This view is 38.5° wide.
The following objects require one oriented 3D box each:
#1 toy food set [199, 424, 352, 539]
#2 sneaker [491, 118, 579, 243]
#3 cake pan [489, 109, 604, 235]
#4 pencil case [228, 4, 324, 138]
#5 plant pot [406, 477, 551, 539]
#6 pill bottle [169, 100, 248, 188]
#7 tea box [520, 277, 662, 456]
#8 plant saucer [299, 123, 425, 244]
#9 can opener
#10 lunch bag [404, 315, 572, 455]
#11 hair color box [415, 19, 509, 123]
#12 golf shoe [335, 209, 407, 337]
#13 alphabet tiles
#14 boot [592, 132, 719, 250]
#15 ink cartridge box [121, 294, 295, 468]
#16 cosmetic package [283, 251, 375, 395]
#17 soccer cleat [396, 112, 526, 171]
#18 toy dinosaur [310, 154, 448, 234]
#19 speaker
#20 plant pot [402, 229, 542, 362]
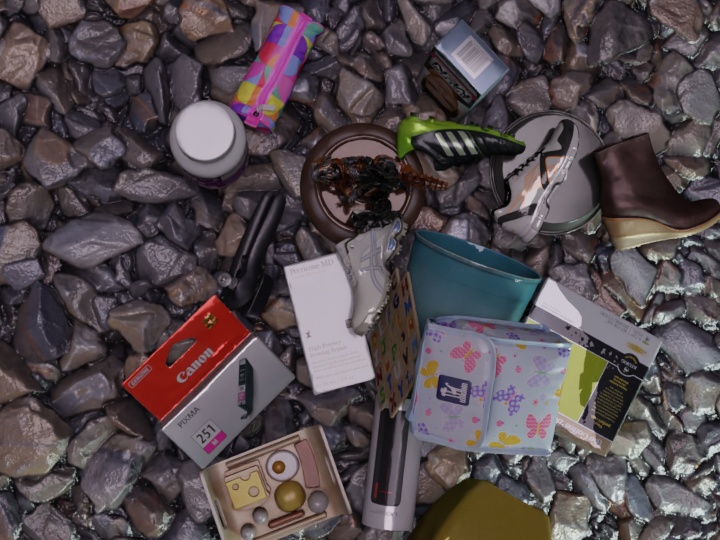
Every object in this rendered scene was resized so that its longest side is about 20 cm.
[{"bbox_3d":[-0.128,0.336,1.561,0.199,0.060,0.144,-20,89,-5],"label":"toy food set"},{"bbox_3d":[0.268,-0.146,1.572,0.080,0.074,0.201,26,85,0],"label":"sneaker"},{"bbox_3d":[0.305,-0.157,1.631,0.199,0.037,0.202,0,87,-4],"label":"cake pan"},{"bbox_3d":[-0.130,-0.306,1.587,0.088,0.088,0.201,25,85,-2],"label":"pencil case"},{"bbox_3d":[0.174,0.419,1.518,0.193,0.196,0.201,28,79,-2],"label":"plant pot"},{"bbox_3d":[-0.221,-0.186,1.514,0.111,0.200,0.113,0,87,-4],"label":"pill bottle"},{"bbox_3d":[0.311,0.145,1.566,0.199,0.134,0.198,29,85,-1],"label":"tea box"},{"bbox_3d":[0.005,-0.133,1.612,0.199,0.032,0.202,0,87,-5],"label":"plant saucer"},{"bbox_3d":[-0.166,-0.028,1.588,0.063,0.078,0.201,10,81,36],"label":"can opener"},{"bbox_3d":[0.170,0.158,1.412,0.199,0.127,0.171,8,100,-13],"label":"lunch bag"},{"bbox_3d":[0.148,-0.293,1.545,0.061,0.200,0.099,-44,90,-6],"label":"hair color box"},{"bbox_3d":[0.000,0.000,1.533,0.097,0.078,0.201,22,59,-14],"label":"golf shoe"},{"bbox_3d":[0.049,0.105,1.514,0.006,0.167,0.201,7,49,-18],"label":"alphabet tiles"},{"bbox_3d":[0.464,-0.133,1.601,0.199,0.072,0.167,-15,103,-8],"label":"boot"},{"bbox_3d":[-0.227,0.167,1.551,0.200,0.044,0.174,-44,108,-5],"label":"ink cartridge box"},{"bbox_3d":[-0.049,0.079,1.576,0.101,0.074,0.201,-15,89,-5],"label":"cosmetic package"},{"bbox_3d":[0.153,-0.190,1.589,0.199,0.068,0.082,10,101,1],"label":"soccer cleat"},{"bbox_3d":[0.026,-0.139,1.539,0.199,0.136,0.103,-14,121,9],"label":"toy dinosaur"},{"bbox_3d":[0.051,0.290,1.567,0.081,0.081,0.202,7,87,-3],"label":"speaker"},{"bbox_3d":[0.145,0.062,1.540,0.199,0.200,0.189,18,101,-3],"label":"plant pot"}]
